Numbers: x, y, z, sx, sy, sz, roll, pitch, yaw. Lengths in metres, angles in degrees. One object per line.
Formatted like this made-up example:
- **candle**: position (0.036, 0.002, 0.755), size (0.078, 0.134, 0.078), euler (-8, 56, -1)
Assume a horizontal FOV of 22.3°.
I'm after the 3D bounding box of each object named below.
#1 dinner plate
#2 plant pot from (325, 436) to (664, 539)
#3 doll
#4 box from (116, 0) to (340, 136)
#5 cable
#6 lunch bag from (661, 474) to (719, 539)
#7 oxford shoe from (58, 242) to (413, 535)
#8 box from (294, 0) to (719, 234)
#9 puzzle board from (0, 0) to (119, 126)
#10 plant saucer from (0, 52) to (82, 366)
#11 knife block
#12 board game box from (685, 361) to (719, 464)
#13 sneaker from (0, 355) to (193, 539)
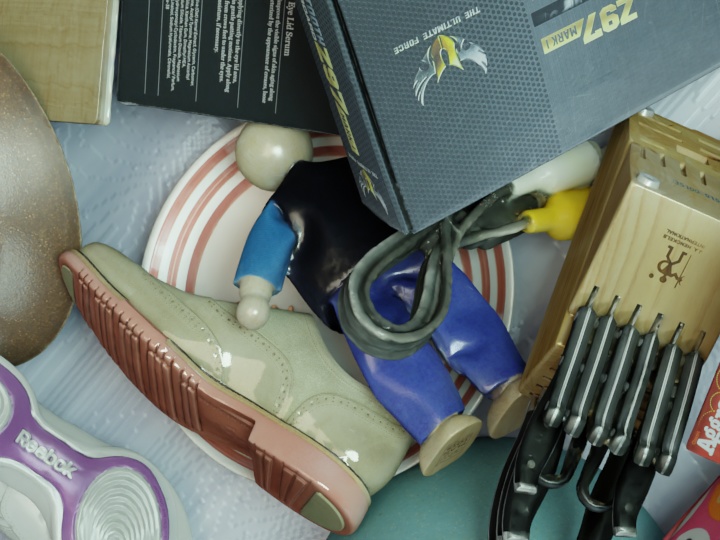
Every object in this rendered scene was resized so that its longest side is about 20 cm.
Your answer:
- **dinner plate**: position (-0.018, 0.012, 0.929), size (0.198, 0.024, 0.202), euler (-2, 80, 14)
- **plant pot**: position (0.052, 0.185, 0.866), size (0.198, 0.135, 0.202), euler (0, 90, 17)
- **doll**: position (0.000, 0.000, 0.875), size (0.136, 0.049, 0.201), euler (-25, 66, -24)
- **box**: position (-0.036, -0.174, 0.869), size (0.140, 0.079, 0.202), euler (10, 117, 7)
- **cable**: position (0.050, -0.032, 0.847), size (0.097, 0.200, 0.050), euler (51, 130, 9)
- **lunch bag**: position (0.239, 0.139, 0.817), size (0.176, 0.082, 0.200), euler (39, 89, -11)
- **oxford shoe**: position (-0.061, 0.044, 0.896), size (0.200, 0.071, 0.074), euler (38, 67, 11)
- **box**: position (0.071, -0.131, 0.794), size (0.199, 0.051, 0.159), euler (-28, 121, -15)
- **puzzle board**: position (-0.182, -0.155, 0.946), size (0.199, 0.017, 0.152), euler (8, 94, 46)
- **plant saucer**: position (-0.230, -0.036, 0.952), size (0.199, 0.037, 0.202), euler (16, 118, 32)
- **knife block**: position (0.112, 0.034, 0.815), size (0.064, 0.200, 0.177), euler (24, 111, -1)
- **board game box**: position (0.186, -0.015, 0.777), size (0.019, 0.200, 0.104), euler (24, 128, 12)
- **sneaker**: position (-0.165, 0.112, 0.969), size (0.200, 0.100, 0.075), euler (46, 68, -8)
